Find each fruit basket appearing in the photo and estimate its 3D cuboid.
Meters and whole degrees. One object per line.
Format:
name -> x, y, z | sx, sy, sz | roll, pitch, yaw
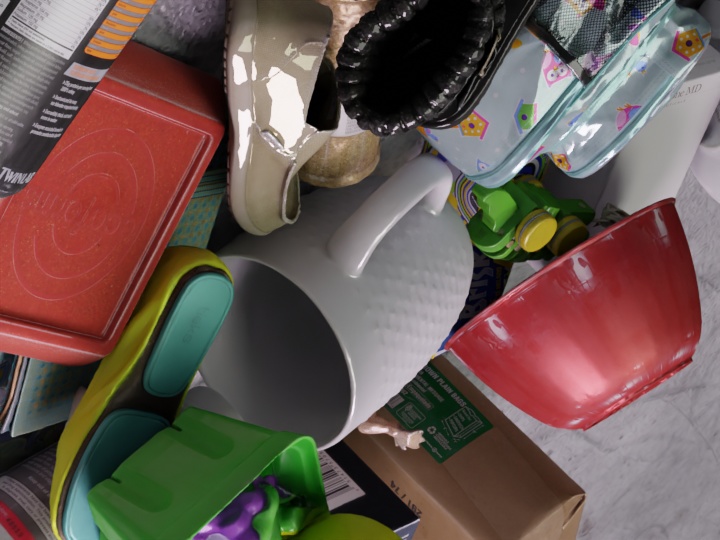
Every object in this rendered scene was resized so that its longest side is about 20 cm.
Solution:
fruit basket -> -0.048, 0.199, 1.401 | 0.155, 0.215, 0.216 | -40, 153, -27

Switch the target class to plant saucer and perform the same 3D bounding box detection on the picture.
plant saucer -> -0.166, -0.037, 1.322 | 0.199, 0.037, 0.200 | 19, 102, -58

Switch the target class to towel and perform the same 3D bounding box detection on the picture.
towel -> -0.150, 0.002, 1.433 | 0.146, 0.022, 0.201 | -11, 126, -52

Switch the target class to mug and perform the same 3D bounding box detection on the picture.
mug -> 0.000, 0.000, 1.532 | 0.175, 0.148, 0.200 | -37, 164, -41

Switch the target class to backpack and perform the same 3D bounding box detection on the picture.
backpack -> 0.119, -0.144, 1.494 | 0.200, 0.153, 0.176 | -41, -166, 5

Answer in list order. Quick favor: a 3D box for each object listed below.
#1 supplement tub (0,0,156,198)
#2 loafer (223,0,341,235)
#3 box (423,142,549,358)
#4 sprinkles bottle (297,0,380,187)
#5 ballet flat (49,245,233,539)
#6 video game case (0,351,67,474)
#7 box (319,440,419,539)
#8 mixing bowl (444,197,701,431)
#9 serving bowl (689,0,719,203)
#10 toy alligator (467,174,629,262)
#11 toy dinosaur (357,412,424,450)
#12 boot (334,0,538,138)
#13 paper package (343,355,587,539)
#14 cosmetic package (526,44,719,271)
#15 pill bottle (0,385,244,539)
supplement tub -> -0.164, -0.146, 1.128 | 0.200, 0.123, 0.122 | -53, 153, 11
loafer -> -0.045, -0.090, 1.379 | 0.068, 0.076, 0.200 | 2, 145, 3
box -> 0.076, -0.033, 1.694 | 0.064, 0.070, 0.200 | -24, 145, -35
sprinkles bottle -> -0.012, -0.140, 1.421 | 0.068, 0.068, 0.200 | -32, 150, -28
ballet flat -> -0.142, 0.073, 1.421 | 0.067, 0.067, 0.200 | 22, 98, -43
video game case -> -0.234, 0.103, 1.477 | 0.182, 0.022, 0.200 | -1, 128, -56
box -> -0.066, 0.224, 1.749 | 0.107, 0.148, 0.200 | -21, 143, -41
mixing bowl -> 0.171, 0.046, 1.668 | 0.200, 0.109, 0.200 | -31, 171, -5
serving bowl -> 0.297, -0.136, 1.767 | 0.066, 0.200, 0.200 | -1, 133, -25
toy alligator -> 0.127, -0.029, 1.629 | 0.200, 0.059, 0.054 | 9, 122, -54
toy dinosaur -> -0.037, 0.076, 1.672 | 0.199, 0.136, 0.086 | -19, 127, -3
boot -> 0.062, -0.173, 1.330 | 0.158, 0.079, 0.212 | -4, 115, -77
paper package -> 0.073, 0.188, 1.846 | 0.103, 0.200, 0.191 | -32, 151, -26
cosmetic package -> 0.193, -0.093, 1.771 | 0.107, 0.085, 0.200 | -18, 143, -37
pill bottle -> -0.165, 0.156, 1.501 | 0.200, 0.111, 0.111 | -30, 149, -30
